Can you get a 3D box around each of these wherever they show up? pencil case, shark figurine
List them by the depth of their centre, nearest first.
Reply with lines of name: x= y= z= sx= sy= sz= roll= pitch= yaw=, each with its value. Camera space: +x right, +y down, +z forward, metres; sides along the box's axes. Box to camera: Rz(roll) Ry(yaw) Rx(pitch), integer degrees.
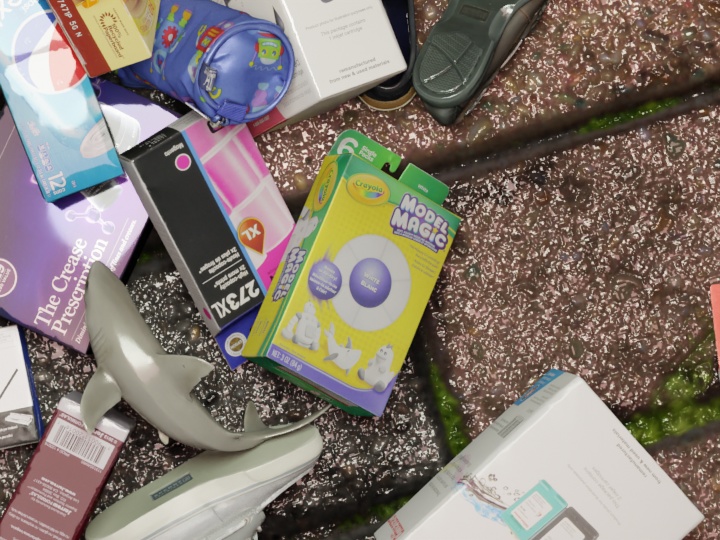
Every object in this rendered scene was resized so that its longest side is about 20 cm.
shark figurine: x=-0.123 y=0.090 z=1.677 sx=0.214 sy=0.128 sz=0.089 roll=39 pitch=133 yaw=-25
pencil case: x=-0.129 y=-0.163 z=1.682 sx=0.078 sy=0.200 sz=0.087 roll=25 pitch=91 yaw=-37

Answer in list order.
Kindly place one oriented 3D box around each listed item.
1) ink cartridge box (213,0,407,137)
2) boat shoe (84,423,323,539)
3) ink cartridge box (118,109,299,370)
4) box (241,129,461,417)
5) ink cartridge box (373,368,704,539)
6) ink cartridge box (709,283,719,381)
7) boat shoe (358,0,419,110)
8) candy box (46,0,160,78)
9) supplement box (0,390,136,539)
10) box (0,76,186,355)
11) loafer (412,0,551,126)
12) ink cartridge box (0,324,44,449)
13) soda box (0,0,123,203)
ink cartridge box: x=-0.061 y=-0.219 z=1.703 sx=0.084 sy=0.145 sz=0.200 roll=-21 pitch=90 yaw=-26
boat shoe: x=-0.114 y=0.188 z=1.749 sx=0.200 sy=0.070 sz=0.072 roll=-26 pitch=112 yaw=-6
ink cartridge box: x=-0.100 y=-0.026 z=1.719 sx=0.095 sy=0.037 sz=0.200 roll=-33 pitch=115 yaw=-17
box: x=0.000 y=0.000 z=1.728 sx=0.117 sy=0.048 sz=0.200 roll=29 pitch=73 yaw=-27
ink cartridge box: x=0.131 y=0.196 z=1.714 sx=0.200 sy=0.147 sz=0.146 roll=-42 pitch=92 yaw=-2
ink cartridge box: x=0.368 y=0.104 z=1.776 sx=0.162 sy=0.057 sz=0.201 roll=-6 pitch=94 yaw=-2
boat shoe: x=0.008 y=-0.226 z=1.757 sx=0.074 sy=0.062 sz=0.201 roll=-10 pitch=88 yaw=-1
candy box: x=-0.193 y=-0.248 z=1.663 sx=0.055 sy=0.200 sz=0.116 roll=-17 pitch=125 yaw=13
supplement box: x=-0.244 y=0.195 z=1.716 sx=0.061 sy=0.109 sz=0.200 roll=27 pitch=89 yaw=-2
box: x=-0.231 y=-0.053 z=1.737 sx=0.141 sy=0.079 sz=0.200 roll=24 pitch=88 yaw=1
loafer: x=0.105 y=-0.202 z=1.767 sx=0.072 sy=0.063 sz=0.200 roll=28 pitch=72 yaw=22
ink cartridge box: x=-0.354 y=0.108 z=1.743 sx=0.199 sy=0.044 sz=0.094 roll=-12 pitch=88 yaw=-3
soda box: x=-0.240 y=-0.155 z=1.650 sx=0.064 sy=0.068 sz=0.200 roll=-22 pitch=99 yaw=-7
